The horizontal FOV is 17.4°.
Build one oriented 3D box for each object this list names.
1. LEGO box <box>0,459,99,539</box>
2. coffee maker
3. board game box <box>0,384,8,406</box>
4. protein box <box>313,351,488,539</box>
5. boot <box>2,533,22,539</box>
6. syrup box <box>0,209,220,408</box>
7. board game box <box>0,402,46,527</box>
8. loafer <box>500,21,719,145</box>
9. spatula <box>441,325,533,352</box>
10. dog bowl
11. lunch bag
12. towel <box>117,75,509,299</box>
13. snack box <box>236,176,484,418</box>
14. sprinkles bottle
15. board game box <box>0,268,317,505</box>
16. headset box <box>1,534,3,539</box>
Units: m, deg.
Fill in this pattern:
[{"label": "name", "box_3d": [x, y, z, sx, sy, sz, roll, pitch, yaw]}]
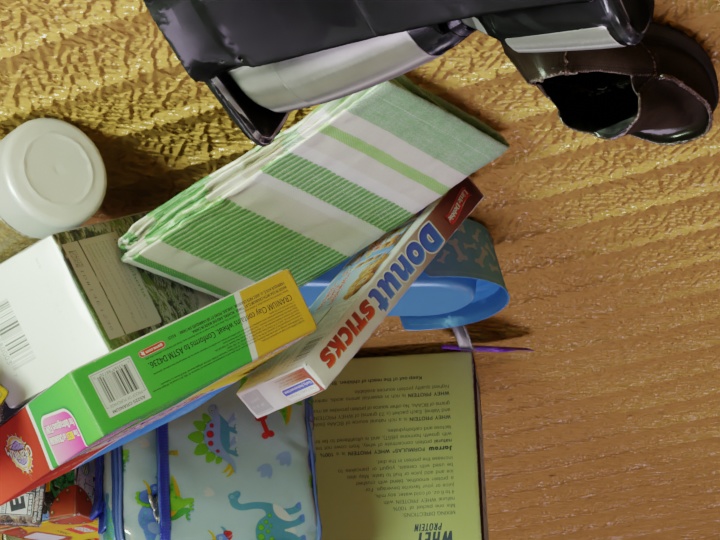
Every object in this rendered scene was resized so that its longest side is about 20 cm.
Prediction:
[{"label": "LEGO box", "box_3d": [-0.187, 0.141, 1.797, 0.077, 0.150, 0.200, -13, 158, 28]}, {"label": "coffee maker", "box_3d": [0.008, -0.155, 1.019, 0.199, 0.135, 0.192, -13, 157, 25]}, {"label": "board game box", "box_3d": [-0.305, 0.060, 1.392, 0.165, 0.057, 0.200, 33, 162, -9]}, {"label": "protein box", "box_3d": [0.000, 0.182, 1.852, 0.198, 0.201, 0.135, -4, 163, 5]}, {"label": "boot", "box_3d": [-0.280, 0.180, 1.885, 0.072, 0.155, 0.200, -17, 156, 35]}, {"label": "syrup box", "box_3d": [-0.153, 0.017, 1.429, 0.081, 0.079, 0.200, -29, 177, 22]}, {"label": "board game box", "box_3d": [-0.311, 0.081, 1.566, 0.199, 0.160, 0.097, 6, 180, -24]}, {"label": "loafer", "box_3d": [0.132, -0.100, 1.278, 0.073, 0.072, 0.200, -16, 156, 34]}, {"label": "spatula", "box_3d": [0.065, 0.038, 1.729, 0.056, 0.021, 0.200, 2, 163, 29]}, {"label": "dog bowl", "box_3d": [0.000, 0.000, 1.576, 0.199, 0.050, 0.112, 1, 160, -7]}, {"label": "lunch bag", "box_3d": [-0.114, 0.130, 1.701, 0.160, 0.201, 0.082, 4, 159, -15]}, {"label": "towel", "box_3d": [-0.028, -0.046, 1.398, 0.200, 0.023, 0.152, -34, 149, 20]}, {"label": "snack box", "box_3d": [0.002, 0.013, 1.446, 0.024, 0.200, 0.072, 50, 139, -11]}, {"label": "sprinkles bottle", "box_3d": [-0.227, -0.029, 1.440, 0.068, 0.069, 0.200, 9, 158, -30]}, {"label": "board game box", "box_3d": [-0.132, 0.072, 1.384, 0.153, 0.040, 0.200, -26, 176, -30]}, {"label": "headset box", "box_3d": [-0.211, 0.236, 2.170, 0.200, 0.078, 0.149, -16, 156, 37]}]
